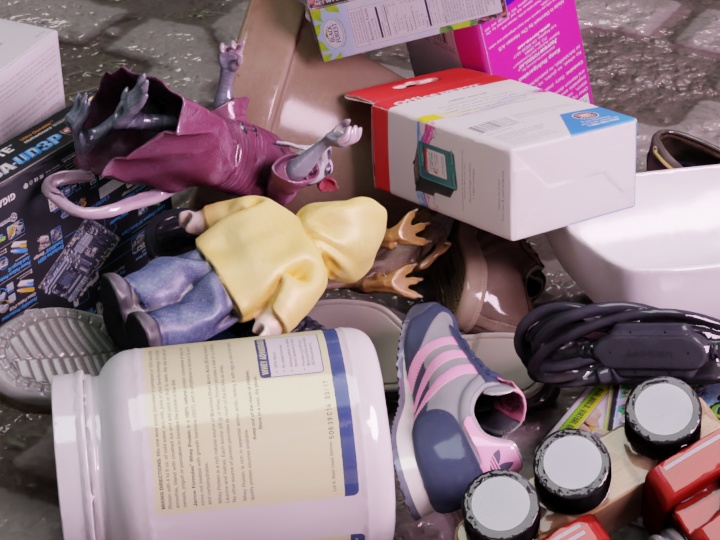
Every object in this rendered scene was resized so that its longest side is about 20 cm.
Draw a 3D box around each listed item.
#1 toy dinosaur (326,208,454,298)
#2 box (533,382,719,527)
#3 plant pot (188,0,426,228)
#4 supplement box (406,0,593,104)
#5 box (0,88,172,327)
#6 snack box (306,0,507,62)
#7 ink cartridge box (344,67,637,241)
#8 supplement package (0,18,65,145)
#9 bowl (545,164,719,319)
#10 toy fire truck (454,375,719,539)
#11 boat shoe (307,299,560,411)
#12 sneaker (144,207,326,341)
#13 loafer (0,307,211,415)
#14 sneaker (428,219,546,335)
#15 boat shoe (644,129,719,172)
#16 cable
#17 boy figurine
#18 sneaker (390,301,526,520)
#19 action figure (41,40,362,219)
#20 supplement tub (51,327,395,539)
[{"bbox_3d":[0.000,0.000,1.512,0.199,0.061,0.106,-17,0,-29],"label":"toy dinosaur"},{"bbox_3d":[0.209,0.096,1.423,0.110,0.035,0.200,16,37,26],"label":"box"},{"bbox_3d":[-0.028,-0.095,1.620,0.174,0.201,0.201,17,33,-3],"label":"plant pot"},{"bbox_3d":[0.108,-0.160,1.661,0.103,0.201,0.101,-37,45,-24],"label":"supplement box"},{"bbox_3d":[-0.215,-0.025,1.522,0.046,0.160,0.200,18,38,33],"label":"box"},{"bbox_3d":[0.024,-0.247,1.591,0.142,0.053,0.200,-12,41,3],"label":"snack box"},{"bbox_3d":[0.088,-0.088,1.508,0.116,0.068,0.200,-15,24,-32],"label":"ink cartridge box"},{"bbox_3d":[-0.291,-0.075,1.565,0.116,0.201,0.117,13,35,22],"label":"supplement package"},{"bbox_3d":[0.237,-0.009,1.476,0.199,0.075,0.200,-8,20,-13],"label":"bowl"},{"bbox_3d":[0.171,0.180,1.227,0.176,0.129,0.200,-28,60,-11],"label":"toy fire truck"},{"bbox_3d":[0.044,0.067,1.473,0.199,0.057,0.067,9,70,23],"label":"boat shoe"},{"bbox_3d":[-0.084,0.038,1.464,0.066,0.079,0.200,-31,58,-27],"label":"sneaker"},{"bbox_3d":[-0.181,0.070,1.420,0.200,0.070,0.075,-2,57,-52],"label":"loafer"},{"bbox_3d":[0.097,-0.002,1.574,0.075,0.071,0.200,21,29,-11],"label":"sneaker"},{"bbox_3d":[0.296,-0.048,1.619,0.072,0.061,0.201,-28,41,-34],"label":"boat shoe"},{"bbox_3d":[0.192,0.049,1.349,0.199,0.051,0.163,-4,-7,36],"label":"cable"},{"bbox_3d":[-0.074,-0.003,1.408,0.199,0.065,0.124,-25,53,-26],"label":"boy figurine"},{"bbox_3d":[0.068,0.083,1.351,0.082,0.070,0.200,-16,32,13],"label":"sneaker"},{"bbox_3d":[-0.094,-0.074,1.455,0.199,0.149,0.134,18,16,-39],"label":"action figure"},{"bbox_3d":[-0.085,0.115,1.308,0.199,0.146,0.145,-5,33,-6],"label":"supplement tub"}]
